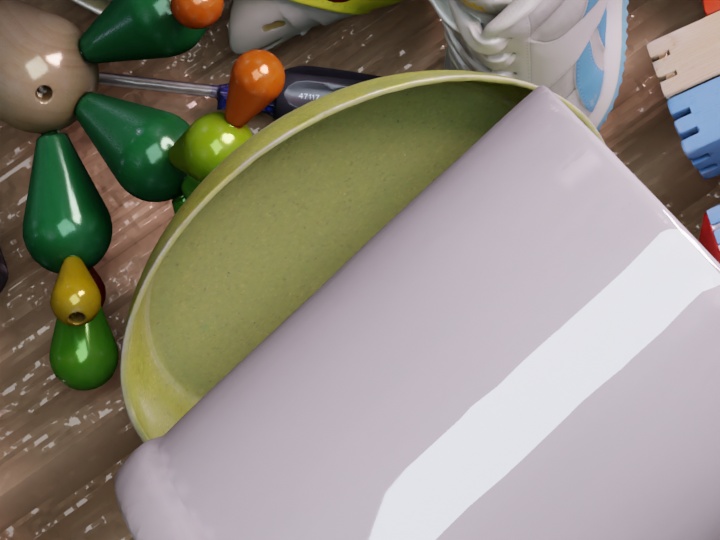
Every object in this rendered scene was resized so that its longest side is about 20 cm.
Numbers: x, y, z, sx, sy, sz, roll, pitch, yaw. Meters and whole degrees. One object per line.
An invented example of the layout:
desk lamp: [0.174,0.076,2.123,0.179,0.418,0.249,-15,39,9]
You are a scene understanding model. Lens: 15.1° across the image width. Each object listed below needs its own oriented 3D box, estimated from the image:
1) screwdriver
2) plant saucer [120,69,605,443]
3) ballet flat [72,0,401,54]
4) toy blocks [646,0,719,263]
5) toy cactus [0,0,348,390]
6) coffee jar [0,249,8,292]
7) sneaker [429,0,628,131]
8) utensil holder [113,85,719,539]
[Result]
screwdriver: [-0.072,-0.068,1.065,0.199,0.028,0.029,2,112,3]
plant saucer: [0.000,0.000,0.990,0.199,0.200,0.031,-29,51,-3]
ballet flat: [-0.058,-0.121,1.057,0.199,0.067,0.067,13,105,4]
toy blocks: [0.174,-0.078,1.025,0.136,0.100,0.201,-24,60,15]
toy cactus: [-0.087,-0.060,1.020,0.165,0.102,0.201,34,121,18]
coffee jar: [-0.204,-0.064,1.023,0.085,0.104,0.201,-22,85,0]
sneaker: [0.056,-0.102,0.988,0.081,0.201,0.077,-28,61,-31]
utensil holder: [0.043,0.060,0.922,0.200,0.170,0.170,-45,85,4]
